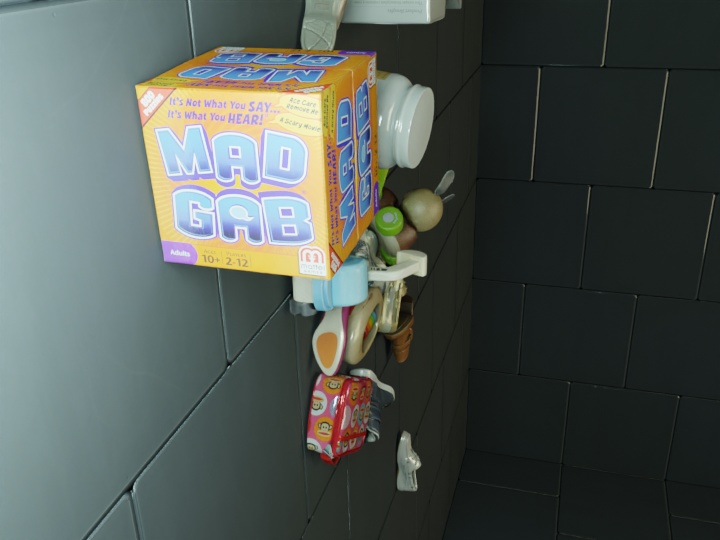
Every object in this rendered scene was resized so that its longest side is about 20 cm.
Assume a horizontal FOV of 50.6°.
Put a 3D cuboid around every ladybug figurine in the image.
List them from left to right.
[{"bbox_3d":[-0.010,0.103,1.509,0.200,0.072,0.136,-53,152,-58],"label":"ladybug figurine"}]

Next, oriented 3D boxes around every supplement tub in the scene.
[{"bbox_3d":[0.000,-0.235,1.161,0.144,0.200,0.145,15,90,-73],"label":"supplement tub"}]

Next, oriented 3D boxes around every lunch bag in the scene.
[{"bbox_3d":[-0.042,0.288,1.472,0.200,0.082,0.176,23,77,-72],"label":"lunch bag"}]

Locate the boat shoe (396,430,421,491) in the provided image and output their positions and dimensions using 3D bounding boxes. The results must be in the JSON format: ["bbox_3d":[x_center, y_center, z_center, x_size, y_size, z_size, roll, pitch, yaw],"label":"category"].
[{"bbox_3d":[0.148,0.569,2.269,0.071,0.069,0.200,-50,142,-61],"label":"boat shoe"}]

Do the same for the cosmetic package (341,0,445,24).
[{"bbox_3d":[0.062,-0.554,1.370,0.166,0.167,0.200,-55,148,-62],"label":"cosmetic package"}]

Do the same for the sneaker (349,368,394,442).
[{"bbox_3d":[0.023,0.314,1.681,0.202,0.077,0.146,47,38,-58],"label":"sneaker"}]

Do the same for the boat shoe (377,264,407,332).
[{"bbox_3d":[0.071,0.048,1.764,0.074,0.066,0.200,7,-97,65],"label":"boat shoe"}]

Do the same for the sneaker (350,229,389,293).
[{"bbox_3d":[0.000,0.000,1.555,0.086,0.078,0.200,-61,148,-28],"label":"sneaker"}]

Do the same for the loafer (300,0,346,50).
[{"bbox_3d":[-0.054,-0.424,1.206,0.063,0.072,0.200,113,-10,-85],"label":"loafer"}]

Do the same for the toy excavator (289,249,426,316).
[{"bbox_3d":[-0.002,0.009,1.274,0.194,0.200,0.100,-48,141,-65],"label":"toy excavator"}]

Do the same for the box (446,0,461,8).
[{"bbox_3d":[0.122,-0.663,1.543,0.200,0.171,0.199,19,77,-74],"label":"box"}]

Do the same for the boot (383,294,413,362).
[{"bbox_3d":[0.099,0.171,1.954,0.200,0.074,0.155,-51,148,-60],"label":"boot"}]

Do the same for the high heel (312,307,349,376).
[{"bbox_3d":[-0.042,0.095,1.415,0.096,0.067,0.200,17,66,-64],"label":"high heel"}]

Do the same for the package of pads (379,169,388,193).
[{"bbox_3d":[-0.012,-0.163,1.300,0.154,0.068,0.200,-41,-159,43],"label":"package of pads"}]

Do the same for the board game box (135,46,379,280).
[{"bbox_3d":[-0.100,-0.130,0.861,0.200,0.200,0.200,-58,150,-58],"label":"board game box"}]

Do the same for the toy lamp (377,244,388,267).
[{"bbox_3d":[0.050,-0.056,1.720,0.058,0.058,0.200,49,45,-69],"label":"toy lamp"}]

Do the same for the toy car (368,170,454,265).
[{"bbox_3d":[0.104,-0.134,1.551,0.158,0.200,0.164,56,-8,23],"label":"toy car"}]
